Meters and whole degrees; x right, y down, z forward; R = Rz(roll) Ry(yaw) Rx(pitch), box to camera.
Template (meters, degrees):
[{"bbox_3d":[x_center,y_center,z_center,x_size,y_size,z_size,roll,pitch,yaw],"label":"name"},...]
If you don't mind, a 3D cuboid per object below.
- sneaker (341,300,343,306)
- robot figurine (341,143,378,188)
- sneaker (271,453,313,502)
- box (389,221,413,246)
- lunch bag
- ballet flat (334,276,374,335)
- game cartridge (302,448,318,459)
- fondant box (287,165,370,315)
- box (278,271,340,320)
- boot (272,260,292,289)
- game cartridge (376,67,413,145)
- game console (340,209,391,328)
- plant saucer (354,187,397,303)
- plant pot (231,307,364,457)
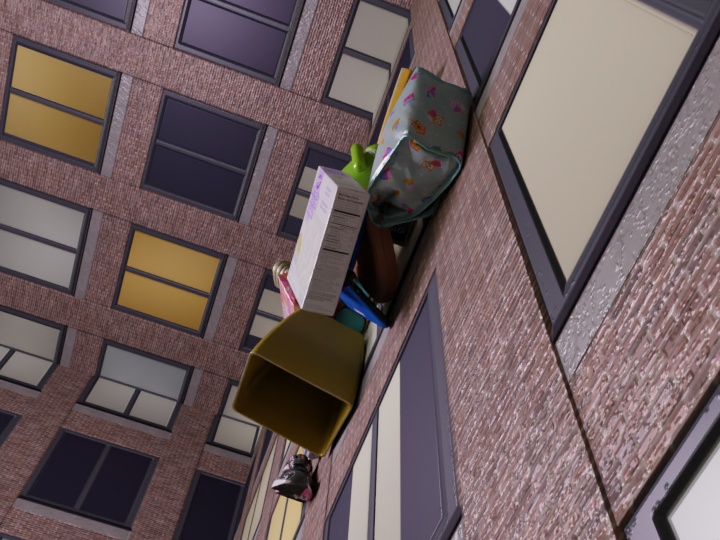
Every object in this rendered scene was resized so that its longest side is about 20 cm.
[{"bbox_3d":[0.000,0.000,1.619,0.085,0.077,0.201,-105,36,-62],"label":"sneaker"},{"bbox_3d":[0.017,-0.177,1.633,0.200,0.176,0.116,-43,40,-10],"label":"robot figurine"},{"bbox_3d":[-0.130,0.404,1.582,0.200,0.080,0.087,128,161,-69],"label":"sneaker"},{"bbox_3d":[0.064,-0.131,1.471,0.201,0.070,0.065,-80,10,-54],"label":"box"},{"bbox_3d":[0.082,-0.178,1.239,0.200,0.121,0.171,124,163,-48],"label":"lunch bag"},{"bbox_3d":[0.002,0.071,1.556,0.063,0.068,0.201,-30,-30,-55],"label":"ballet flat"},{"bbox_3d":[-0.075,0.282,1.656,0.133,0.041,0.202,176,112,-79],"label":"game cartridge"},{"bbox_3d":[-0.055,-0.050,1.264,0.144,0.058,0.201,-127,53,-66],"label":"fondant box"},{"bbox_3d":[-0.100,0.092,1.624,0.201,0.102,0.095,90,158,-46],"label":"box"},{"bbox_3d":[-0.108,0.056,1.795,0.073,0.155,0.200,-58,-28,-10],"label":"boot"},{"bbox_3d":[0.090,-0.327,1.762,0.176,0.032,0.202,5,-77,-75],"label":"game cartridge"},{"bbox_3d":[-0.002,-0.014,1.354,0.118,0.171,0.200,-46,18,-7],"label":"game console"},{"bbox_3d":[0.013,-0.040,1.373,0.200,0.032,0.202,166,90,-76],"label":"plant saucer"},{"bbox_3d":[-0.098,0.188,1.483,0.177,0.199,0.201,-61,-3,-43],"label":"plant pot"}]
